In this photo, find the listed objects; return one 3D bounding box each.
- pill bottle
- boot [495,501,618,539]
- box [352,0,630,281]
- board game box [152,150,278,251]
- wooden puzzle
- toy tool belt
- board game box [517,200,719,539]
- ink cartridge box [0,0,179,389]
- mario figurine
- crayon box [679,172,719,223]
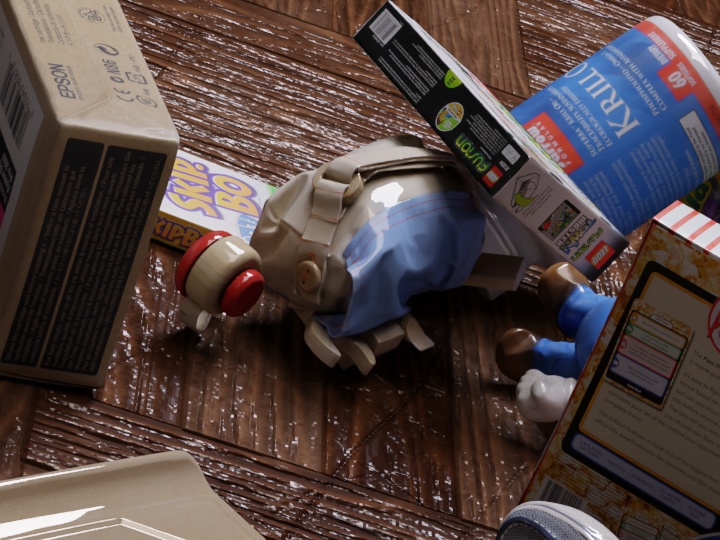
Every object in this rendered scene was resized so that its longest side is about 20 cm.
[{"bbox_3d":[0.144,-0.069,1.835,0.112,0.200,0.112,54,-5,7],"label":"pill bottle"},{"bbox_3d":[0.105,0.187,1.443,0.090,0.073,0.200,10,28,-38],"label":"boot"},{"bbox_3d":[0.079,-0.081,1.721,0.110,0.035,0.200,38,9,-40],"label":"box"},{"bbox_3d":[-0.078,-0.031,1.784,0.200,0.030,0.096,19,25,-3],"label":"board game box"},{"bbox_3d":[-0.091,0.172,1.363,0.185,0.037,0.200,-7,43,-48],"label":"wooden puzzle"},{"bbox_3d":[0.000,0.000,1.664,0.123,0.125,0.200,40,43,23],"label":"toy tool belt"},{"bbox_3d":[0.196,0.085,1.575,0.151,0.200,0.046,31,26,15],"label":"board game box"},{"bbox_3d":[-0.176,-0.056,1.583,0.075,0.165,0.200,9,28,-24],"label":"ink cartridge box"},{"bbox_3d":[0.157,0.031,1.675,0.106,0.124,0.200,1,3,-33],"label":"mario figurine"},{"bbox_3d":[0.256,0.003,1.877,0.052,0.126,0.200,6,29,-32],"label":"crayon box"}]
